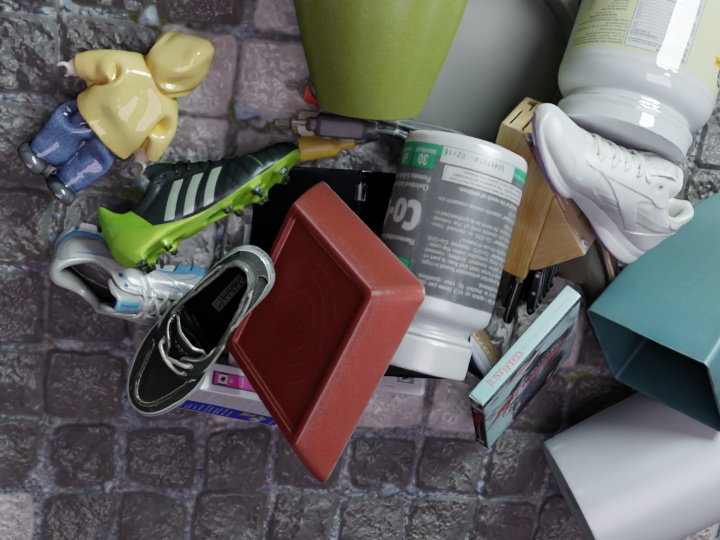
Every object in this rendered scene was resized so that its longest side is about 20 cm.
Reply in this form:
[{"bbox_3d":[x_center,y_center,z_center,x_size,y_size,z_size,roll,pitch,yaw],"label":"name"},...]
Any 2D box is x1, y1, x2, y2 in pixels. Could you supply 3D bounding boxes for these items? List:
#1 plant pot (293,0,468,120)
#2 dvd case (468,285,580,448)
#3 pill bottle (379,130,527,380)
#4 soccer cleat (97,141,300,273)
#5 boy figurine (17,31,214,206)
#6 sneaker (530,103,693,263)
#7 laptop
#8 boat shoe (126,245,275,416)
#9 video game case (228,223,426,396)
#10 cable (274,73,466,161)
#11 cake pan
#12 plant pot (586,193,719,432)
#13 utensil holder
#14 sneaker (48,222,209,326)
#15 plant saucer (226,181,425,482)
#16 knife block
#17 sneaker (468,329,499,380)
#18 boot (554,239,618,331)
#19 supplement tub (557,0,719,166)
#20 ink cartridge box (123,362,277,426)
[{"bbox_3d":[0.016,-0.239,0.918,0.186,0.187,0.201,0,111,-12],"label":"plant pot"},{"bbox_3d":[0.168,0.105,1.089,0.146,0.022,0.200,-46,159,-11],"label":"dvd case"},{"bbox_3d":[0.070,-0.012,0.931,0.112,0.113,0.202,15,88,-17],"label":"pill bottle"},{"bbox_3d":[-0.150,-0.077,0.987,0.199,0.068,0.081,-31,81,-8],"label":"soccer cleat"},{"bbox_3d":[-0.220,-0.153,0.969,0.200,0.064,0.124,-41,114,5],"label":"boy figurine"},{"bbox_3d":[0.226,-0.092,0.954,0.099,0.075,0.200,-29,130,28],"label":"sneaker"},{"bbox_3d":[0.000,0.000,1.029,0.198,0.116,0.189,5,93,-19],"label":"laptop"},{"bbox_3d":[-0.156,0.059,0.958,0.071,0.064,0.200,39,109,2],"label":"boat shoe"},{"bbox_3d":[-0.026,0.037,1.048,0.198,0.018,0.144,8,93,10],"label":"video game case"},{"bbox_3d":[0.018,-0.143,1.020,0.198,0.050,0.098,8,98,-4],"label":"cable"},{"bbox_3d":[0.125,-0.195,1.041,0.199,0.037,0.202,-4,112,-10],"label":"cake pan"},{"bbox_3d":[0.362,0.030,1.103,0.200,0.141,0.141,-50,138,-14],"label":"plant pot"},{"bbox_3d":[0.326,0.220,1.181,0.199,0.170,0.171,-26,115,0],"label":"utensil holder"},{"bbox_3d":[-0.206,0.027,1.014,0.199,0.087,0.075,21,110,-8],"label":"sneaker"},{"bbox_3d":[-0.046,0.047,0.940,0.037,0.200,0.201,13,113,-38],"label":"plant saucer"},{"bbox_3d":[0.141,-0.049,1.058,0.175,0.064,0.201,-18,109,40],"label":"knife block"},{"bbox_3d":[0.049,0.051,1.080,0.108,0.070,0.200,-39,89,10],"label":"sneaker"},{"bbox_3d":[0.225,-0.015,1.133,0.096,0.075,0.201,0,124,14],"label":"boot"},{"bbox_3d":[0.266,-0.210,0.978,0.144,0.145,0.201,22,83,-19],"label":"supplement tub"},{"bbox_3d":[-0.134,0.126,1.083,0.199,0.095,0.037,11,68,-18],"label":"ink cartridge box"}]
